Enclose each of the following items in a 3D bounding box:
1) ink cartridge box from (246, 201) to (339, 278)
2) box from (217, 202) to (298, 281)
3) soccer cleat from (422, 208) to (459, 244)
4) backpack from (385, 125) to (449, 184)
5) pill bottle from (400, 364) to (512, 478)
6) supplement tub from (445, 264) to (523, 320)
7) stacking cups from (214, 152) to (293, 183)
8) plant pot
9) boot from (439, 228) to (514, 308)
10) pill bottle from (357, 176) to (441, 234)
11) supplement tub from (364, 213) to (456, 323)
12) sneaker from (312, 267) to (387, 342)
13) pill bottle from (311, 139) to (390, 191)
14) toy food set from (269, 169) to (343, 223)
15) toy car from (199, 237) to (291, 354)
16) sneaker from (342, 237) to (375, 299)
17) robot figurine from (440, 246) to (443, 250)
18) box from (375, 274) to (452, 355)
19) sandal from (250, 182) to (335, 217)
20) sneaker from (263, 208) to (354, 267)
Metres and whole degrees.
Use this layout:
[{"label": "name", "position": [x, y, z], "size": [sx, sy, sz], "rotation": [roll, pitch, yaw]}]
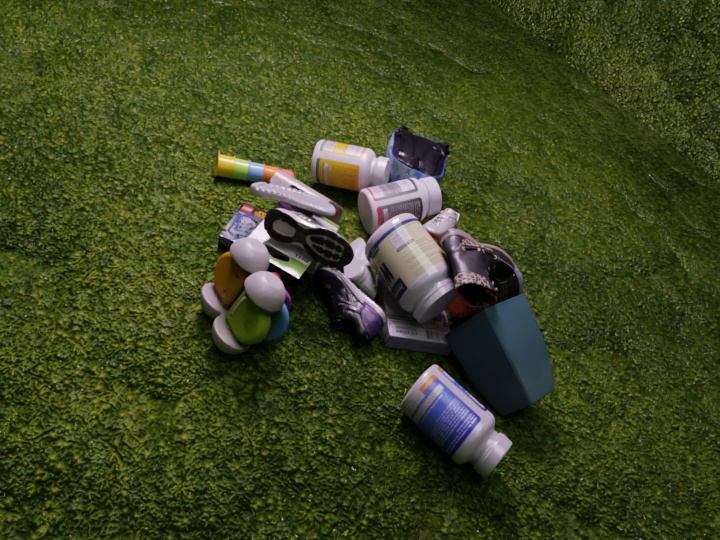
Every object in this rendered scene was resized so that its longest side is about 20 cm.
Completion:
[{"label": "ink cartridge box", "position": [-0.153, -0.053, 1.250], "size": [0.145, 0.077, 0.201], "rotation": [29, 43, 5]}, {"label": "box", "position": [-0.207, -0.067, 1.326], "size": [0.196, 0.040, 0.138], "rotation": [24, 42, 0]}, {"label": "soccer cleat", "position": [0.208, -0.118, 1.489], "size": [0.068, 0.087, 0.199], "rotation": [30, 15, 19]}, {"label": "backpack", "position": [0.147, -0.281, 1.633], "size": [0.179, 0.149, 0.202], "rotation": [21, 37, -4]}, {"label": "pill bottle", "position": [0.179, 0.282, 1.082], "size": [0.199, 0.114, 0.111], "rotation": [41, 44, 19]}, {"label": "supplement tub", "position": [0.282, 0.045, 1.355], "size": [0.197, 0.124, 0.123], "rotation": [-9, 49, -44]}, {"label": "stacking cups", "position": [-0.269, -0.251, 1.484], "size": [0.195, 0.061, 0.061], "rotation": [8, 42, -23]}, {"label": "plant pot", "position": [0.301, 0.182, 1.210], "size": [0.139, 0.141, 0.204], "rotation": [-14, 72, -38]}, {"label": "boot", "position": [0.252, 0.010, 1.202], "size": [0.197, 0.073, 0.153], "rotation": [28, 38, -28]}, {"label": "pill bottle", "position": [0.101, -0.170, 1.488], "size": [0.195, 0.116, 0.115], "rotation": [-15, 51, -17]}, {"label": "supplement tub", "position": [0.115, -0.005, 1.259], "size": [0.143, 0.146, 0.202], "rotation": [-20, 64, -38]}, {"label": "sneaker", "position": [-0.042, 0.072, 1.234], "size": [0.198, 0.077, 0.087], "rotation": [36, 56, 23]}, {"label": "pill bottle", "position": [-0.023, -0.271, 1.539], "size": [0.194, 0.115, 0.114], "rotation": [12, 39, 11]}, {"label": "toy food set", "position": [-0.127, -0.165, 1.388], "size": [0.141, 0.061, 0.200], "rotation": [31, 3, 9]}, {"label": "toy car", "position": [-0.203, 0.055, 1.118], "size": [0.148, 0.176, 0.202], "rotation": [17, 33, -47]}, {"label": "sneaker", "position": [0.000, 0.000, 1.340], "size": [0.089, 0.074, 0.201], "rotation": [51, 15, -24]}, {"label": "robot figurine", "position": [0.132, -0.031, 1.432], "size": [0.195, 0.059, 0.147], "rotation": [16, 41, -10]}, {"label": "box", "position": [0.118, 0.090, 1.312], "size": [0.152, 0.042, 0.203], "rotation": [10, 44, -17]}, {"label": "sandal", "position": [-0.144, -0.143, 1.253], "size": [0.198, 0.051, 0.082], "rotation": [20, 23, 15]}, {"label": "sneaker", "position": [-0.097, -0.080, 1.201], "size": [0.196, 0.078, 0.089], "rotation": [29, 25, -3]}]
